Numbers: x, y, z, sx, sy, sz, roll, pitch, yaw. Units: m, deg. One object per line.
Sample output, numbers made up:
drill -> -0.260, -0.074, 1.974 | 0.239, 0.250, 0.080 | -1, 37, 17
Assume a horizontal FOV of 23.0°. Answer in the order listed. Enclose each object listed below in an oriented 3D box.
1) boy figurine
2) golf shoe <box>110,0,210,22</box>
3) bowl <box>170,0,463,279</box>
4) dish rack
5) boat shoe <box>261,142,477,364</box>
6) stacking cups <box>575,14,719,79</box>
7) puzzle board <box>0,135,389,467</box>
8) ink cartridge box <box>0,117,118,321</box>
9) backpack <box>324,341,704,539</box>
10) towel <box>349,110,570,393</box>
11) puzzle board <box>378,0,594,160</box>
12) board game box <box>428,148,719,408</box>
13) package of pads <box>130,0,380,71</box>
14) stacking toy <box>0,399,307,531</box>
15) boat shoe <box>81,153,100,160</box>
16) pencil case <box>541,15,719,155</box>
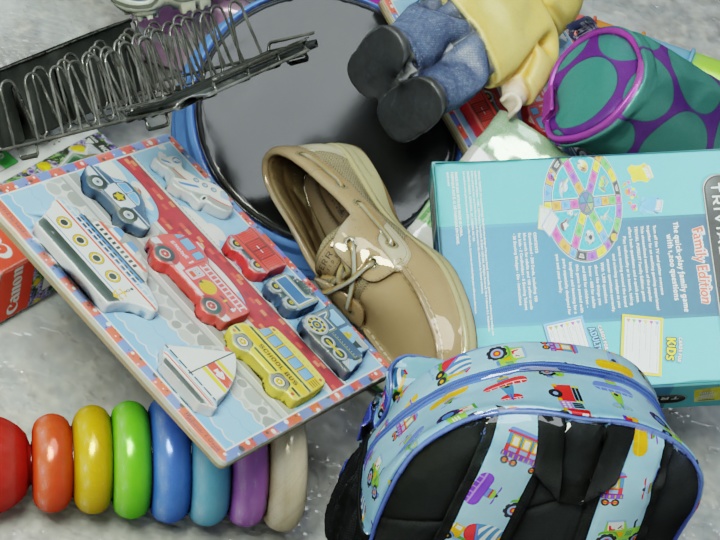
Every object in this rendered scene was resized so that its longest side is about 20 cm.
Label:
boy figurine -> 0.077, -0.161, 1.147 | 0.125, 0.064, 0.200 | 52, 48, 0
golf shoe -> -0.079, -0.233, 1.173 | 0.199, 0.098, 0.078 | -17, 22, -21
bowl -> -0.024, -0.094, 1.166 | 0.199, 0.039, 0.202 | 5, 70, -14
dish rack -> -0.131, -0.118, 1.053 | 0.199, 0.055, 0.153 | -6, 19, 40
boat shoe -> 0.000, 0.000, 1.048 | 0.064, 0.072, 0.200 | 4, 38, -39
stacking cups -> 0.221, -0.144, 1.322 | 0.199, 0.061, 0.061 | 19, 44, 5
puzzle board -> -0.091, 0.007, 0.968 | 0.200, 0.017, 0.150 | 45, 36, 16
ink cartridge box -> -0.230, -0.029, 1.078 | 0.109, 0.051, 0.200 | 39, 46, 19
backpack -> 0.082, 0.111, 0.943 | 0.181, 0.201, 0.135 | 8, 45, -10
towel -> 0.090, 0.014, 1.101 | 0.152, 0.023, 0.200 | 36, 74, 12
puzzle board -> 0.115, -0.116, 1.199 | 0.150, 0.017, 0.201 | -21, 77, -39
board game box -> 0.145, 0.007, 1.068 | 0.198, 0.047, 0.152 | -3, 69, -2
package of pads -> -0.062, -0.185, 1.271 | 0.199, 0.076, 0.121 | 15, 47, -4
stacking toy -> -0.132, 0.104, 0.974 | 0.198, 0.086, 0.086 | -1, 47, -10
boat shoe -> -0.103, 0.017, 1.059 | 0.200, 0.071, 0.070 | 37, 67, -6
pencil case -> 0.205, -0.091, 1.164 | 0.199, 0.092, 0.086 | 23, 70, -40
